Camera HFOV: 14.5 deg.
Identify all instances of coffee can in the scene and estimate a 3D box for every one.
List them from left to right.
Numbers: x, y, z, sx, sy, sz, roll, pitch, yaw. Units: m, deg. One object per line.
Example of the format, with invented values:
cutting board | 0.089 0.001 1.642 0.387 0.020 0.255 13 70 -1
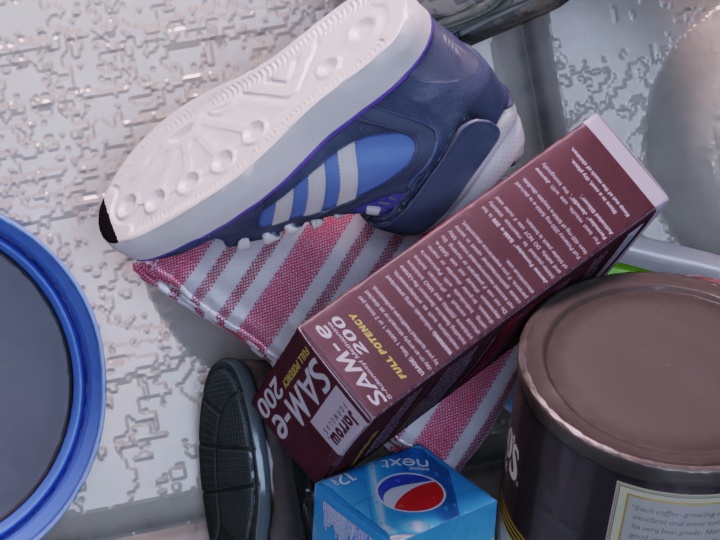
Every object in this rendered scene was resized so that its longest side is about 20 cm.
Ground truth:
coffee can | 0.137 0.123 1.379 0.146 0.147 0.200 0 128 -9

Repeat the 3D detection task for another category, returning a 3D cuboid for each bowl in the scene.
bowl | -0.229 0.060 1.434 0.200 0.039 0.201 0 91 -10

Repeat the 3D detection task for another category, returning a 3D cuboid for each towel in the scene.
towel | 0.000 0.000 1.454 0.200 0.030 0.147 35 66 -4

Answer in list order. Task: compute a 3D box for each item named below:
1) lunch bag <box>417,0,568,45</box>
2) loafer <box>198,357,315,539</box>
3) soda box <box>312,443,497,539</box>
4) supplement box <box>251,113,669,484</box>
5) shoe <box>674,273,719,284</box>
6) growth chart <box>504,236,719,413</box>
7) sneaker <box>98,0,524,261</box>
lunch bag | 0.060 -0.215 1.434 0.167 0.139 0.201 -21 93 13
loafer | -0.039 0.141 1.459 0.063 0.072 0.201 -7 92 -29
soda box | 0.018 0.192 1.404 0.068 0.064 0.201 -19 127 -33
supplement box | 0.048 0.015 1.388 0.200 0.109 0.061 -36 81 -25
shoe | 0.227 0.083 1.467 0.071 0.091 0.200 -46 109 -19
growth chart | 0.142 0.075 1.508 0.144 0.018 0.201 4 89 -9
sneaker | -0.012 -0.039 1.405 0.200 0.081 0.146 -36 131 11
